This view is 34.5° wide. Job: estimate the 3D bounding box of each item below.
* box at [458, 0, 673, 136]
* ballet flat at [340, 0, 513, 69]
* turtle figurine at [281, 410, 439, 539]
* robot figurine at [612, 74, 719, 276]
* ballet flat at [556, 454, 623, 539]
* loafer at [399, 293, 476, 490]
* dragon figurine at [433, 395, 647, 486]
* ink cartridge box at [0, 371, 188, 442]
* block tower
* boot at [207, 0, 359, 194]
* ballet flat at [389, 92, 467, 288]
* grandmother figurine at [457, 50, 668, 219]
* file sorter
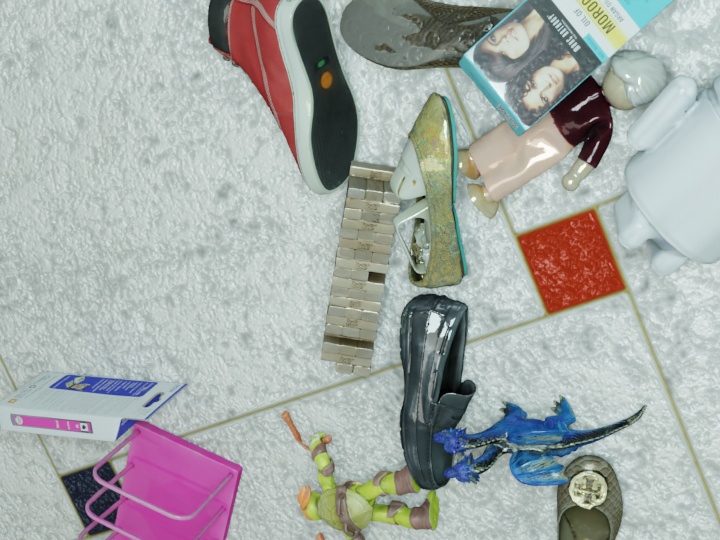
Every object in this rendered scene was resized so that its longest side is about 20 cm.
[{"bbox_3d":[0.181,-0.208,0.951,0.199,0.049,0.083,-42,91,1],"label":"box"},{"bbox_3d":[0.076,-0.213,1.039,0.197,0.046,0.069,8,100,23],"label":"ballet flat"},{"bbox_3d":[-0.006,0.235,1.220,0.159,0.064,0.203,-13,103,25],"label":"turtle figurine"},{"bbox_3d":[0.298,-0.087,0.957,0.169,0.114,0.200,35,120,-19],"label":"robot figurine"},{"bbox_3d":[0.218,0.277,1.149,0.066,0.046,0.204,11,115,14],"label":"ballet flat"},{"bbox_3d":[0.079,0.124,1.144,0.069,0.068,0.205,7,107,29],"label":"loafer"},{"bbox_3d":[0.171,0.166,1.103,0.196,0.099,0.060,-1,109,19],"label":"dragon figurine"},{"bbox_3d":[-0.297,0.151,1.291,0.196,0.095,0.038,0,109,22],"label":"ink cartridge box"},{"bbox_3d":[0.000,0.000,1.134,0.053,0.058,0.204,8,111,-2],"label":"block tower"},{"bbox_3d":[-0.080,-0.175,1.115,0.143,0.072,0.203,17,131,40],"label":"boot"},{"bbox_3d":[0.059,-0.064,1.058,0.069,0.071,0.202,7,131,19],"label":"ballet flat"},{"bbox_3d":[0.177,-0.132,1.024,0.198,0.060,0.123,-29,81,25],"label":"grandmother figurine"},{"bbox_3d":[-0.237,0.304,1.303,0.137,0.125,0.203,21,115,14],"label":"file sorter"}]
